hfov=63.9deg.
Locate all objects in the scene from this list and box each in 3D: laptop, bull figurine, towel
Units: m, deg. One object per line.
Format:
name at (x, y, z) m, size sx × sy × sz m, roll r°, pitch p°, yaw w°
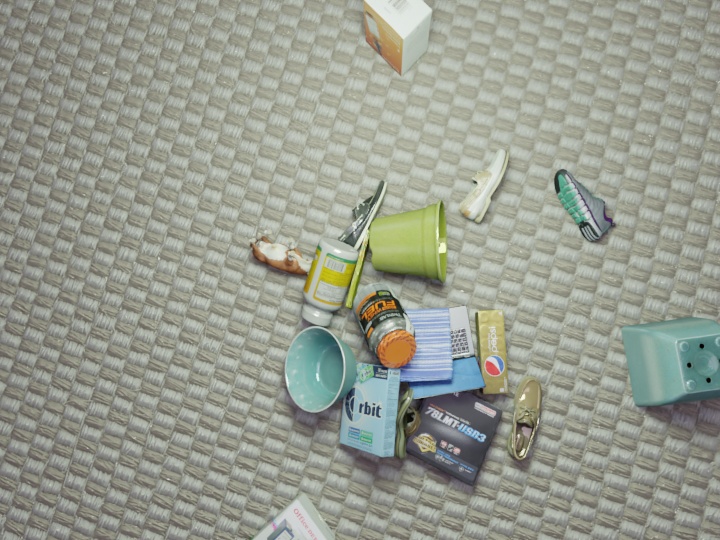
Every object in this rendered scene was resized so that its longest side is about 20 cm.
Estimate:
laptop at (0.198, 0.199, 1.441) m, size 0.181 × 0.116 × 0.207 m, roll -9°, pitch 82°, yaw 2°
bull figurine at (-0.199, -0.040, 1.506) m, size 0.194 × 0.123 × 0.067 m, roll 14°, pitch 60°, yaw 11°
towel at (0.000, 0.000, 1.496) m, size 0.018 × 0.086 × 0.206 m, roll 15°, pitch 84°, yaw 9°
towel at (0.157, 0.182, 1.440) m, size 0.140 × 0.024 × 0.205 m, roll -2°, pitch 55°, yaw 7°

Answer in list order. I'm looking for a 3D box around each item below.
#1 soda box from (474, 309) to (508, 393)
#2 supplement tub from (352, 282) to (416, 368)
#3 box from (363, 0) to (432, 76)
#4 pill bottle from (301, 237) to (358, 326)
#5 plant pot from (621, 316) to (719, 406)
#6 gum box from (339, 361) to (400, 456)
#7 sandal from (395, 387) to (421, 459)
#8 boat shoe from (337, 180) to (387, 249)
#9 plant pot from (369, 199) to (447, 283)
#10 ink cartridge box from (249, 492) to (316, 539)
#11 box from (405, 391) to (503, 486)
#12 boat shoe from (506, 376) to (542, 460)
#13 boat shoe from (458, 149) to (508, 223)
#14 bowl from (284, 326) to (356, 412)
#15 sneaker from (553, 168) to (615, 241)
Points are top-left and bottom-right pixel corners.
soda box at (0.330, 0.204, 1.457) m, size 0.065 × 0.064 × 0.207 m, roll -3°, pitch 82°, yaw 4°
supplement tub at (0.060, 0.133, 1.409) m, size 0.120 × 0.124 × 0.201 m, roll -29°, pitch 38°, yaw 0°
box at (0.095, -0.640, 1.513) m, size 0.106 × 0.200 × 0.152 m, roll -44°, pitch 82°, yaw -4°
pill bottle at (-0.084, 0.031, 1.470) m, size 0.110 × 0.113 × 0.206 m, roll 21°, pitch 102°, yaw 7°
plant pot at (0.761, 0.214, 1.356) m, size 0.190 × 0.200 × 0.203 m, roll -8°, pitch 81°, yaw 3°
gum box at (0.021, 0.335, 1.419) m, size 0.044 × 0.168 × 0.207 m, roll 11°, pitch 81°, yaw -37°
sandal at (0.116, 0.362, 1.370) m, size 0.055 × 0.080 × 0.206 m, roll 8°, pitch 122°, yaw 13°
boat shoe at (0.010, -0.153, 1.522) m, size 0.066 × 0.072 × 0.204 m, roll 29°, pitch 87°, yaw 4°
plant pot at (0.121, -0.069, 1.458) m, size 0.178 × 0.200 × 0.208 m, roll -2°, pitch 82°, yaw 15°
ink cartridge box at (-0.178, 0.678, 1.423) m, size 0.199 × 0.088 × 0.146 m, roll -40°, pitch 81°, yaw -3°
box at (0.230, 0.398, 1.448) m, size 0.196 × 0.050 × 0.203 m, roll 25°, pitch 87°, yaw 7°
boat shoe at (0.411, 0.366, 1.430) m, size 0.070 × 0.065 × 0.206 m, roll 15°, pitch 84°, yaw 6°
boat shoe at (0.323, -0.230, 1.508) m, size 0.067 × 0.075 × 0.205 m, roll 25°, pitch 86°, yaw 1°
bowl at (-0.085, 0.246, 1.440) m, size 0.196 × 0.104 × 0.208 m, roll -8°, pitch 77°, yaw 37°
sneaker at (0.579, -0.181, 1.494) m, size 0.086 × 0.074 × 0.204 m, roll -30°, pitch 91°, yaw -14°
